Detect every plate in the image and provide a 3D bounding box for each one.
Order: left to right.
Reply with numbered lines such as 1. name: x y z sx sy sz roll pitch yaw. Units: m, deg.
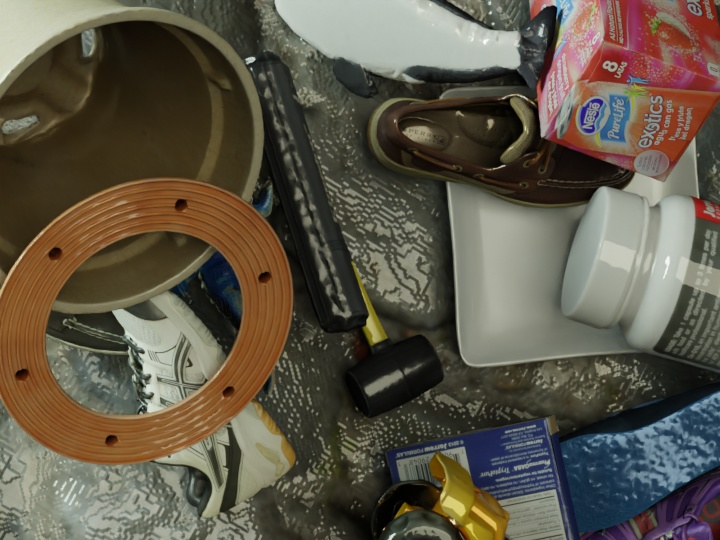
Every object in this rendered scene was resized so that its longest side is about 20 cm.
1. plate: 0.154 -0.035 1.524 0.198 0.032 0.201 -4 87 -16

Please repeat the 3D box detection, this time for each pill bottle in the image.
1. pill bottle: 0.250 0.013 1.465 0.198 0.114 0.115 16 81 -5

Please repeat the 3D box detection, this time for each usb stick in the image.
1. usb stick: -0.038 -0.052 1.438 0.032 0.055 0.201 -20 82 17

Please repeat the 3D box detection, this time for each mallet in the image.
1. mallet: 0.000 0.000 1.477 0.065 0.041 0.201 -17 87 -15

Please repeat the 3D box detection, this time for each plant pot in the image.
1. plant pot: -0.190 -0.104 1.332 0.199 0.183 0.202 -16 125 -24

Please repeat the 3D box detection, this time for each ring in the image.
1. ring: -0.136 0.031 1.306 0.199 0.019 0.202 -12 120 -21

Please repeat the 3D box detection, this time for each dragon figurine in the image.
1. dragon figurine: -0.109 -0.009 1.431 0.099 0.059 0.202 -3 82 -14

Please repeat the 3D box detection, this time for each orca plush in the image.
1. orca plush: 0.043 -0.180 1.472 0.198 0.071 0.106 0 106 19

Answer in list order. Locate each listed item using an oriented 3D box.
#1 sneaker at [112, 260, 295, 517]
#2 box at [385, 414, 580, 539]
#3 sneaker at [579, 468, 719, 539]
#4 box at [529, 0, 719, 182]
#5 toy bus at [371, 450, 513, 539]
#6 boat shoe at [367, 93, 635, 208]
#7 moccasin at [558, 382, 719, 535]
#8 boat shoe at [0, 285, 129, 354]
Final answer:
1. sneaker: -0.124 0.084 1.392 0.087 0.076 0.201 -37 116 -8
2. box: 0.097 0.211 1.461 0.120 0.032 0.202 -12 88 14
3. sneaker: 0.213 0.199 1.495 0.200 0.083 0.081 -37 95 -14
4. box: 0.183 -0.170 1.457 0.099 0.096 0.201 18 40 -14
5. toy bus: 0.068 0.250 1.395 0.191 0.136 0.201 31 94 -3
6. boat shoe: 0.107 -0.088 1.461 0.198 0.072 0.073 10 83 -14
7. moccasin: 0.197 0.137 1.495 0.199 0.068 0.081 -17 94 2
8. boat shoe: -0.215 -0.001 1.400 0.200 0.061 0.072 27 78 -12
